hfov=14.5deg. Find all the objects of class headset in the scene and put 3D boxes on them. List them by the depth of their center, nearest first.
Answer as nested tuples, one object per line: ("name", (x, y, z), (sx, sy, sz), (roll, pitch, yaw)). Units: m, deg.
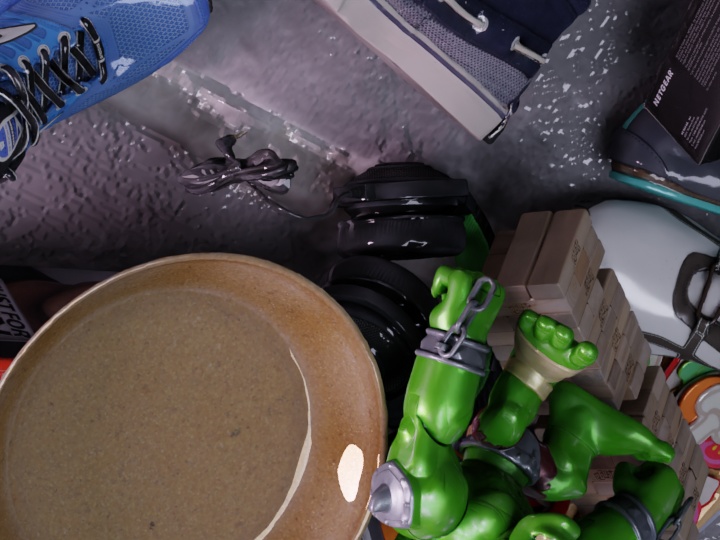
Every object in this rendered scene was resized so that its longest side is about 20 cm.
("headset", (0.000, 0.000, 1.352), (0.200, 0.094, 0.124), (44, 52, -46))

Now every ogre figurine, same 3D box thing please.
("ogre figurine", (0.074, 0.098, 1.323), (0.120, 0.098, 0.200), (-57, 150, -14))

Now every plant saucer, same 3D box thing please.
("plant saucer", (-0.084, 0.082, 1.268), (0.199, 0.035, 0.201), (-9, 111, -23))

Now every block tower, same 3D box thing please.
("block tower", (0.116, 0.059, 1.412), (0.054, 0.058, 0.200), (-3, 133, 29))

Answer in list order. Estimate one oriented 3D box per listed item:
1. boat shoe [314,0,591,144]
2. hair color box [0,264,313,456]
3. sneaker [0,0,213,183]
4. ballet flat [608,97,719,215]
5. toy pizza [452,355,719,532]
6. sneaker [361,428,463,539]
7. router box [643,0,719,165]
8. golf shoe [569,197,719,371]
("boat shoe", (0.023, -0.147, 1.297), (0.093, 0.075, 0.200), (-50, 134, 2))
("hair color box", (-0.134, 0.045, 1.314), (0.199, 0.102, 0.061), (4, 115, -28))
("sneaker", (-0.152, -0.076, 1.241), (0.199, 0.089, 0.079), (-27, 127, -8))
("ballet flat", (0.216, -0.043, 1.443), (0.199, 0.073, 0.073), (24, 107, -27))
("toy pizza", (0.139, 0.088, 1.507), (0.199, 0.032, 0.201), (-11, 123, -18))
("sneaker", (0.083, 0.137, 1.413), (0.200, 0.112, 0.078), (40, 62, -51))
("router box", (0.234, -0.149, 1.339), (0.149, 0.051, 0.200), (-15, 144, -36))
("golf shoe", (0.189, 0.016, 1.432), (0.199, 0.094, 0.078), (24, 78, -28))
